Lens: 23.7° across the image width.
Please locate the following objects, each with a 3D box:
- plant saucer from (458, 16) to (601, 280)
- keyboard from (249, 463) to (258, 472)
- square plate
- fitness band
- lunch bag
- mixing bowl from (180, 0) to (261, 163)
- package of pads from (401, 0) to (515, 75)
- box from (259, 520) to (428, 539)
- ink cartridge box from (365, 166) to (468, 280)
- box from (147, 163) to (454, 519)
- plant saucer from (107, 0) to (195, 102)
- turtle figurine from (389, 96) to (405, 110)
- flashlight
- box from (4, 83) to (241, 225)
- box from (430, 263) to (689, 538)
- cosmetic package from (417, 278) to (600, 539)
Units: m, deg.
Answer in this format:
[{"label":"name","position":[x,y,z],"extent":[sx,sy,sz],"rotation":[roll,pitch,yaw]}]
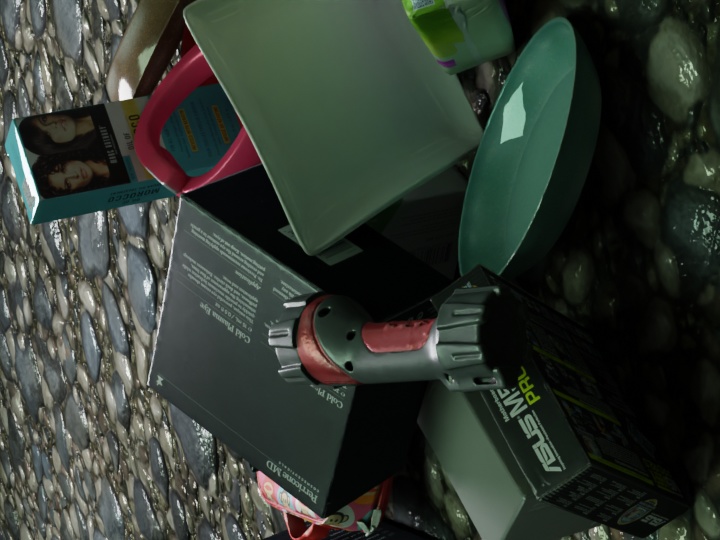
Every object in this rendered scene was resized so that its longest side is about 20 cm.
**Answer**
[{"label":"plant saucer","position":[0.123,-0.077,1.207],"extent":[0.200,0.036,0.202],"rotation":[-162,90,-78]},{"label":"keyboard","position":[-0.091,0.068,1.470],"extent":[0.104,0.039,0.202],"rotation":[-21,80,41]},{"label":"square plate","position":[-0.018,-0.141,1.279],"extent":[0.028,0.198,0.201],"rotation":[-13,107,56]},{"label":"fitness band","position":[-0.120,-0.130,1.413],"extent":[0.037,0.144,0.200],"rotation":[39,-178,-31]},{"label":"lunch bag","position":[-0.036,0.171,1.616],"extent":[0.200,0.081,0.178],"rotation":[-170,89,-66]},{"label":"mixing bowl","position":[-0.080,-0.159,1.577],"extent":[0.200,0.108,0.202],"rotation":[36,131,54]},{"label":"package of pads","position":[0.054,-0.238,1.220],"extent":[0.200,0.068,0.156],"rotation":[26,-133,-80]},{"label":"box","position":[-0.040,0.324,1.604],"extent":[0.196,0.199,0.125],"rotation":[4,110,64]},{"label":"ink cartridge box","position":[0.000,0.000,1.444],"extent":[0.088,0.144,0.201],"rotation":[51,144,42]},{"label":"box","position":[-0.050,0.050,1.310],"extent":[0.199,0.104,0.183],"rotation":[34,126,27]},{"label":"plant saucer","position":[-0.184,-0.227,1.572],"extent":[0.201,0.036,0.200],"rotation":[-62,5,9]},{"label":"turtle figurine","position":[-0.009,-0.217,1.371],"extent":[0.201,0.149,0.101],"rotation":[61,156,4]},{"label":"flashlight","position":[0.025,0.041,1.110],"extent":[0.199,0.068,0.068],"rotation":[-10,129,49]},{"label":"box","position":[-0.202,-0.104,1.499],"extent":[0.083,0.199,0.049],"rotation":[68,153,17]},{"label":"box","position":[0.139,0.093,1.170],"extent":[0.044,0.200,0.161],"rotation":[-35,62,16]},{"label":"cosmetic package","position":[0.110,0.109,1.316],"extent":[0.201,0.106,0.091],"rotation":[57,146,33]}]
